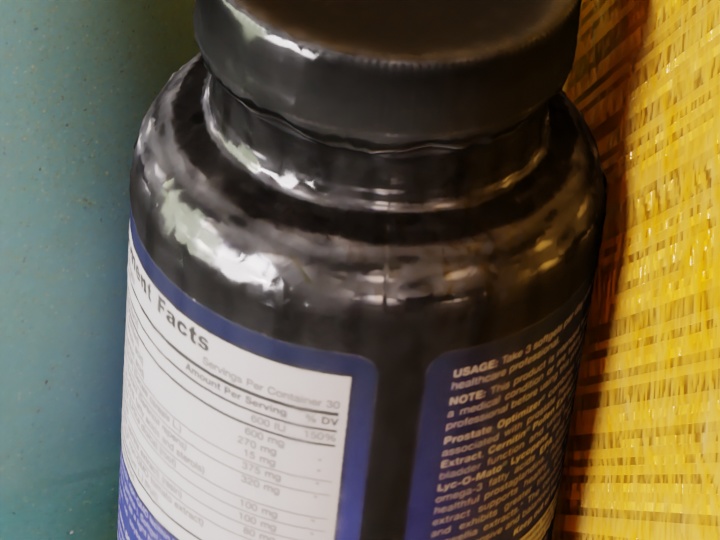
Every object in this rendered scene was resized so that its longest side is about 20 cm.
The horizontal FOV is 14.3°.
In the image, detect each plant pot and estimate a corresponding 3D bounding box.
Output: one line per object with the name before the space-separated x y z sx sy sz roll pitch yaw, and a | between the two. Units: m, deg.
plant pot | -0.112 -0.045 0.782 0.200 0.199 0.188 -94 11 -58

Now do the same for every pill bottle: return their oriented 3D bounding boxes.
pill bottle | -0.001 0.010 0.686 0.112 0.112 0.200 -93 8 -52
